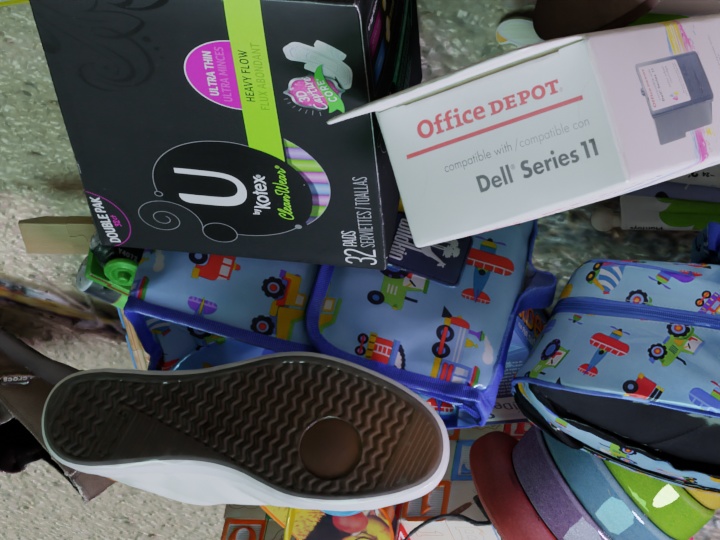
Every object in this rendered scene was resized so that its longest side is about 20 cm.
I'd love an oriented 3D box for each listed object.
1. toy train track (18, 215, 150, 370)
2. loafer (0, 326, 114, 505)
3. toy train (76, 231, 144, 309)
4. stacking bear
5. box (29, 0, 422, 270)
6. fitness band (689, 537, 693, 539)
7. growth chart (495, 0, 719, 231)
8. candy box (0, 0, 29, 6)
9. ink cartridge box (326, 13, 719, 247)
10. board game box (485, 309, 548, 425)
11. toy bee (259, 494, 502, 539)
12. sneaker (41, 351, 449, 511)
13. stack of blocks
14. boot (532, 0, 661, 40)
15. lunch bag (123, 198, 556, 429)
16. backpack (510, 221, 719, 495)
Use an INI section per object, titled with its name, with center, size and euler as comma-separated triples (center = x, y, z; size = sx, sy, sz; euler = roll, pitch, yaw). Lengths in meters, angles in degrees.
[toy train track]
center = -0.123, 0.005, 1.327
size = 0.115, 0.033, 0.200
euler = 2, 132, 14
[loafer]
center = -0.216, 0.080, 1.413
size = 0.200, 0.071, 0.073
euler = 20, 154, 34
[toy train]
center = -0.069, 0.028, 1.290
size = 0.200, 0.042, 0.056
euler = 26, 140, -26
[stacking bear]
center = 0.171, 0.090, 1.296
size = 0.200, 0.114, 0.121
euler = -38, 86, 13
[box]
center = -0.055, -0.109, 1.080
size = 0.148, 0.124, 0.200
euler = 5, 147, 9
[fitness band]
center = 0.267, 0.152, 1.386
size = 0.200, 0.037, 0.144
euler = -17, 102, 34
[growth chart]
center = 0.149, -0.078, 1.164
size = 0.145, 0.018, 0.200
euler = -2, 144, 20
[candy box]
center = -0.243, -0.163, 1.144
size = 0.200, 0.026, 0.102
euler = -4, 141, 21
[ink cartridge box]
center = 0.090, -0.061, 1.029
size = 0.117, 0.067, 0.200
euler = -17, 178, 37
[board game box]
center = 0.013, 0.047, 1.371
size = 0.200, 0.034, 0.135
euler = -6, 143, 26
[toy bee]
center = -0.019, 0.141, 1.352
size = 0.200, 0.109, 0.131
euler = 33, -171, 21
[sneaker]
center = -0.048, 0.080, 1.144
size = 0.200, 0.073, 0.085
euler = 5, 167, 16
[stack of blocks]
center = 0.022, 0.143, 1.441
size = 0.200, 0.115, 0.059
euler = -2, 145, 18
[boot]
center = 0.092, -0.182, 0.990
size = 0.146, 0.070, 0.200
euler = 33, 140, -20
[lunch bag]
center = 0.000, 0.000, 1.189
size = 0.200, 0.151, 0.094
euler = 10, 147, 10
[backpack]
center = 0.180, 0.044, 1.155
size = 0.200, 0.135, 0.183
euler = 13, 173, 5
